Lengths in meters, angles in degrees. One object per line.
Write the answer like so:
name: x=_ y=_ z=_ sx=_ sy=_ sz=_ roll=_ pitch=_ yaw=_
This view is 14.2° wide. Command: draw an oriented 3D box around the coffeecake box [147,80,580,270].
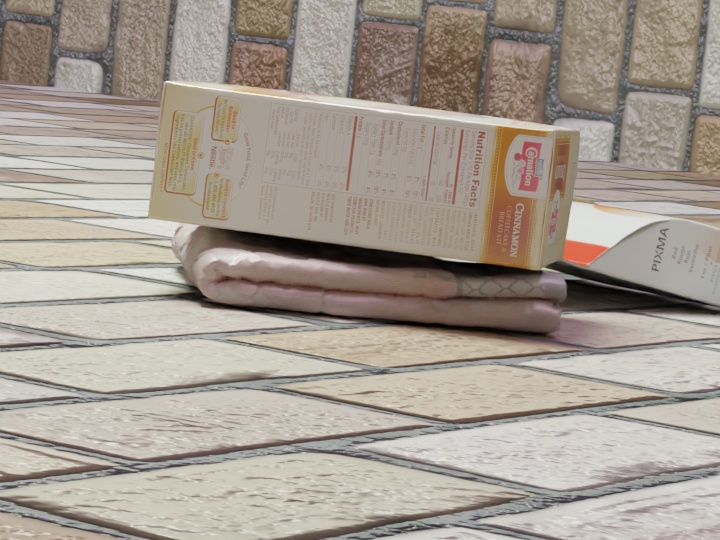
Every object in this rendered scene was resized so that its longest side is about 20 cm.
coffeecake box: x=0.006 y=-0.050 z=1.491 sx=0.199 sy=0.073 sz=0.154 roll=8 pitch=3 yaw=8

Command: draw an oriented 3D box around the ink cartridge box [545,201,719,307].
ink cartridge box: x=0.110 y=-0.027 z=1.682 sx=0.199 sy=0.050 sz=0.162 roll=18 pitch=-3 yaw=-37

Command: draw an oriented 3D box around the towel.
towel: x=0.000 y=0.000 z=1.515 sx=0.190 sy=0.032 sz=0.200 roll=5 pitch=4 yaw=-8

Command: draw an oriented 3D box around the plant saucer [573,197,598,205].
plant saucer: x=0.065 y=-0.040 z=2.008 sx=0.199 sy=0.036 sz=0.200 roll=6 pitch=4 yaw=0
